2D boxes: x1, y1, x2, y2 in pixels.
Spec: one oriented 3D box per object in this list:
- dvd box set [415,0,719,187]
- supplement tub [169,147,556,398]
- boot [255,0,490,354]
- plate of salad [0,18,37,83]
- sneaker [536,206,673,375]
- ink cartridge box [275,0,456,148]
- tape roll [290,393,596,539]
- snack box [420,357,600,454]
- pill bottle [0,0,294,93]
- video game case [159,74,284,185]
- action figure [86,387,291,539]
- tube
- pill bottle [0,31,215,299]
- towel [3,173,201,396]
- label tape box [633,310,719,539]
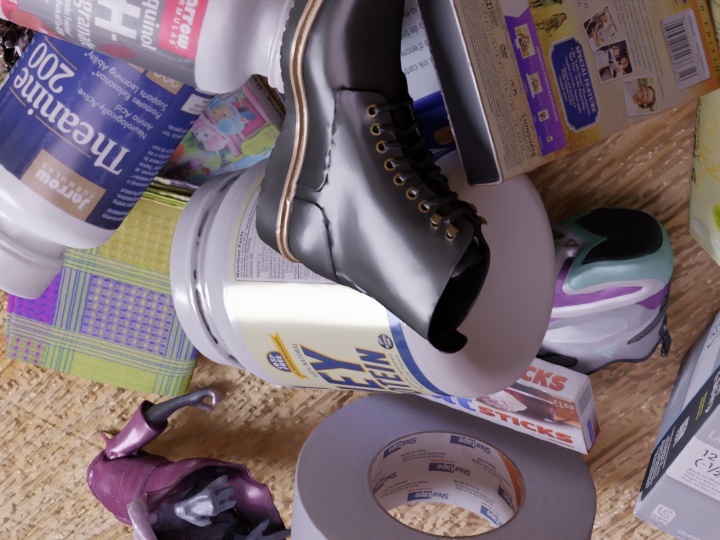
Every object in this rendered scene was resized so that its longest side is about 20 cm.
[{"bbox_3d":[0.115,-0.144,1.203,0.029,0.200,0.147,-6,105,49],"label":"dvd box set"},{"bbox_3d":[0.000,0.000,1.306,0.200,0.145,0.145,1,126,37],"label":"supplement tub"},{"bbox_3d":[0.025,-0.069,1.146,0.138,0.077,0.200,35,131,33],"label":"boot"},{"bbox_3d":[-0.258,-0.134,1.419,0.200,0.048,0.200,9,118,18],"label":"plate of salad"},{"bbox_3d":[0.105,0.025,1.416,0.200,0.078,0.140,8,133,22],"label":"sneaker"},{"bbox_3d":[0.012,-0.139,1.278,0.199,0.041,0.200,-20,103,55],"label":"ink cartridge box"},{"bbox_3d":[0.054,0.165,1.449,0.200,0.200,0.066,12,127,8],"label":"tape roll"},{"bbox_3d":[0.060,0.065,1.442,0.200,0.024,0.072,18,154,24],"label":"snack box"},{"bbox_3d":[-0.103,-0.164,1.221,0.200,0.111,0.111,20,127,6],"label":"pill bottle"},{"bbox_3d":[-0.123,-0.052,1.464,0.200,0.022,0.182,-23,115,28],"label":"video game case"},{"bbox_3d":[-0.142,0.167,1.543,0.200,0.149,0.134,16,124,47],"label":"action figure"},{"bbox_3d":[0.225,-0.088,1.311,0.052,0.058,0.200,14,125,18],"label":"tube"},{"bbox_3d":[-0.175,-0.085,1.347,0.111,0.111,0.200,35,100,-9],"label":"pill bottle"},{"bbox_3d":[-0.166,0.003,1.477,0.143,0.023,0.200,14,134,-2],"label":"towel"},{"bbox_3d":[0.247,0.060,1.332,0.066,0.143,0.200,26,140,1],"label":"label tape box"}]
